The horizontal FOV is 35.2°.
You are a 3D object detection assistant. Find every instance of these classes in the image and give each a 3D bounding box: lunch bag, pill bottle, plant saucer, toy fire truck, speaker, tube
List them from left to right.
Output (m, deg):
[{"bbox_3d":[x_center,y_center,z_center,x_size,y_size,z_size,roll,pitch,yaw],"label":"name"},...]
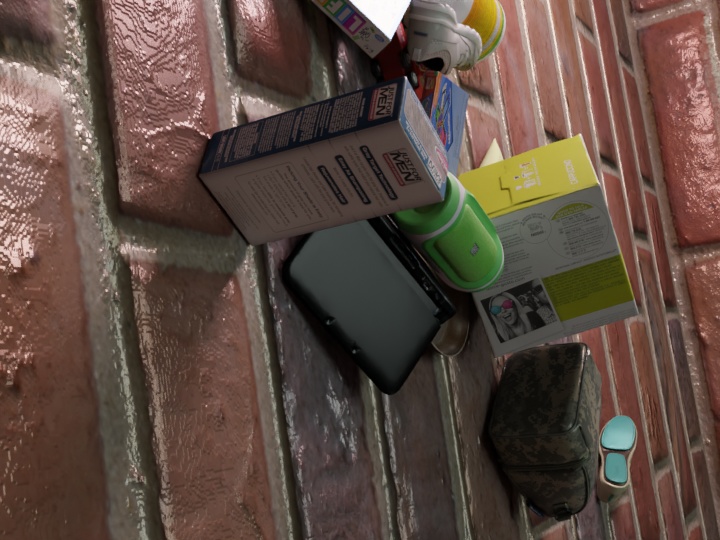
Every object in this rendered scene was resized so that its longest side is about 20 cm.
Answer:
[{"bbox_3d":[0.061,-0.274,1.470,0.201,0.049,0.141,70,25,-15],"label":"toy fire truck"},{"bbox_3d":[0.085,0.010,1.418,0.200,0.032,0.201,39,45,-55],"label":"plant saucer"},{"bbox_3d":[0.116,-0.362,1.552,0.200,0.111,0.112,17,64,-62],"label":"pill bottle"},{"bbox_3d":[0.102,-0.044,1.296,0.200,0.088,0.089,44,41,-58],"label":"speaker"},{"bbox_3d":[0.197,-0.135,1.709,0.058,0.052,0.200,-66,175,28],"label":"tube"},{"bbox_3d":[0.273,0.226,1.594,0.168,0.139,0.200,62,30,-30],"label":"lunch bag"}]

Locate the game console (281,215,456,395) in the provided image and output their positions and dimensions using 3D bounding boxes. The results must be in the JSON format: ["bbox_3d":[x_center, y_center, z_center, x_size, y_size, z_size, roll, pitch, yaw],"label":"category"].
[{"bbox_3d":[0.000,0.000,1.220,0.200,0.116,0.176,50,5,-28],"label":"game console"}]

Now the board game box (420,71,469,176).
[{"bbox_3d":[0.090,-0.127,1.363,0.103,0.019,0.201,17,82,-64],"label":"board game box"}]

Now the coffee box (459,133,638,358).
[{"bbox_3d":[0.240,-0.038,1.525,0.200,0.199,0.198,-82,152,-65],"label":"coffee box"}]

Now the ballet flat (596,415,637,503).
[{"bbox_3d":[0.457,0.342,2.041,0.070,0.069,0.200,67,29,-22],"label":"ballet flat"}]

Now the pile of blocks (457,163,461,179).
[{"bbox_3d":[0.062,-0.149,1.394,0.200,0.062,0.082,36,64,-61],"label":"pile of blocks"}]

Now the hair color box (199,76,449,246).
[{"bbox_3d":[-0.031,-0.093,1.013,0.100,0.199,0.061,56,33,-40],"label":"hair color box"}]

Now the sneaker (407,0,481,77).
[{"bbox_3d":[0.095,-0.278,1.430,0.200,0.074,0.082,12,95,-67],"label":"sneaker"}]

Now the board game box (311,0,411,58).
[{"bbox_3d":[-0.001,-0.347,1.328,0.134,0.034,0.200,42,37,-15],"label":"board game box"}]
